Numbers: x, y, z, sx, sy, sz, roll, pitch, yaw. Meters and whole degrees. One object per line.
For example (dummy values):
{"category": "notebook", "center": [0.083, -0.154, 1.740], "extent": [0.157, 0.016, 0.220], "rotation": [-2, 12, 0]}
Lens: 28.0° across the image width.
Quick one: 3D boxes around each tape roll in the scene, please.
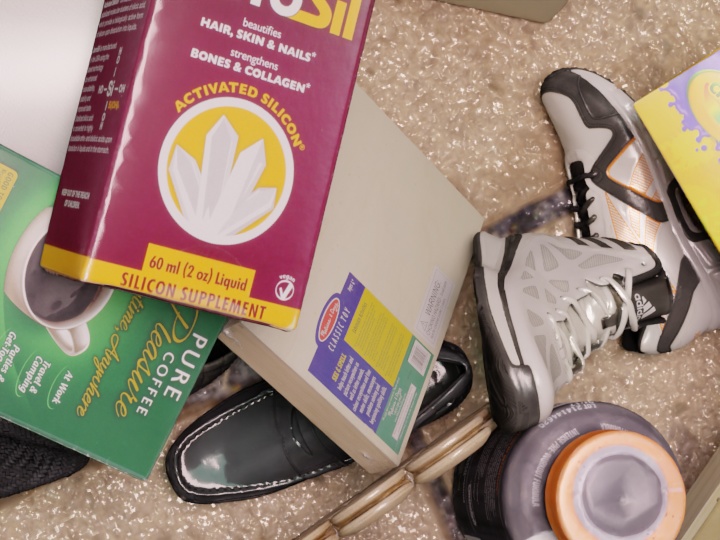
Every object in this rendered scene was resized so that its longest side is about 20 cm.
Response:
{"category": "tape roll", "center": [-0.139, -0.111, 0.831], "extent": [0.138, 0.203, 0.205], "rotation": [-7, 84, -9]}

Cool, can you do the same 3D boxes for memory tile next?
{"category": "memory tile", "center": [-0.004, 0.140, 0.822], "extent": [0.199, 0.153, 0.017], "rotation": [-35, 84, 6]}

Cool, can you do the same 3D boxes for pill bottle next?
{"category": "pill bottle", "center": [0.121, 0.130, 0.834], "extent": [0.105, 0.200, 0.107], "rotation": [1, 83, -7]}

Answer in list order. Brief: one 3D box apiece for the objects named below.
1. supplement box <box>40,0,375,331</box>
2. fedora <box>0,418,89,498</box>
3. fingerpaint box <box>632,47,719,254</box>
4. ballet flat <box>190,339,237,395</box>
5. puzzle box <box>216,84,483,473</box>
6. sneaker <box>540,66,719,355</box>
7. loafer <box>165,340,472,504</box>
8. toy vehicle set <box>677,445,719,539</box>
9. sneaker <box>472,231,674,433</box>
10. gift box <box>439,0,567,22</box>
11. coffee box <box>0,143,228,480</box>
{"category": "supplement box", "center": [-0.070, -0.083, 0.691], "extent": [0.110, 0.085, 0.202], "rotation": [14, 88, -26]}
{"category": "fedora", "center": [-0.212, 0.070, 0.802], "extent": [0.199, 0.201, 0.092], "rotation": [10, 47, -6]}
{"category": "fingerpaint box", "center": [0.252, -0.036, 0.887], "extent": [0.073, 0.167, 0.201], "rotation": [-31, 88, 17]}
{"category": "ballet flat", "center": [-0.077, 0.017, 0.895], "extent": [0.199, 0.057, 0.067], "rotation": [-36, 88, -10]}
{"category": "puzzle box", "center": [0.000, 0.000, 0.845], "extent": [0.133, 0.025, 0.201], "rotation": [45, 46, -25]}
{"category": "sneaker", "center": [0.166, -0.037, 0.927], "extent": [0.080, 0.074, 0.201], "rotation": [-29, 87, -8]}
{"category": "loafer", "center": [-0.025, 0.089, 0.886], "extent": [0.199, 0.070, 0.069], "rotation": [-20, 85, -10]}
{"category": "toy vehicle set", "center": [0.252, 0.164, 0.866], "extent": [0.123, 0.201, 0.027], "rotation": [17, 38, -6]}
{"category": "sneaker", "center": [0.124, 0.021, 0.822], "extent": [0.114, 0.201, 0.076], "rotation": [-7, 113, 6]}
{"category": "gift box", "center": [0.063, -0.277, 0.885], "extent": [0.185, 0.200, 0.186], "rotation": [10, 76, -5]}
{"category": "coffee box", "center": [-0.169, 0.011, 0.726], "extent": [0.199, 0.044, 0.124], "rotation": [28, 84, -25]}
